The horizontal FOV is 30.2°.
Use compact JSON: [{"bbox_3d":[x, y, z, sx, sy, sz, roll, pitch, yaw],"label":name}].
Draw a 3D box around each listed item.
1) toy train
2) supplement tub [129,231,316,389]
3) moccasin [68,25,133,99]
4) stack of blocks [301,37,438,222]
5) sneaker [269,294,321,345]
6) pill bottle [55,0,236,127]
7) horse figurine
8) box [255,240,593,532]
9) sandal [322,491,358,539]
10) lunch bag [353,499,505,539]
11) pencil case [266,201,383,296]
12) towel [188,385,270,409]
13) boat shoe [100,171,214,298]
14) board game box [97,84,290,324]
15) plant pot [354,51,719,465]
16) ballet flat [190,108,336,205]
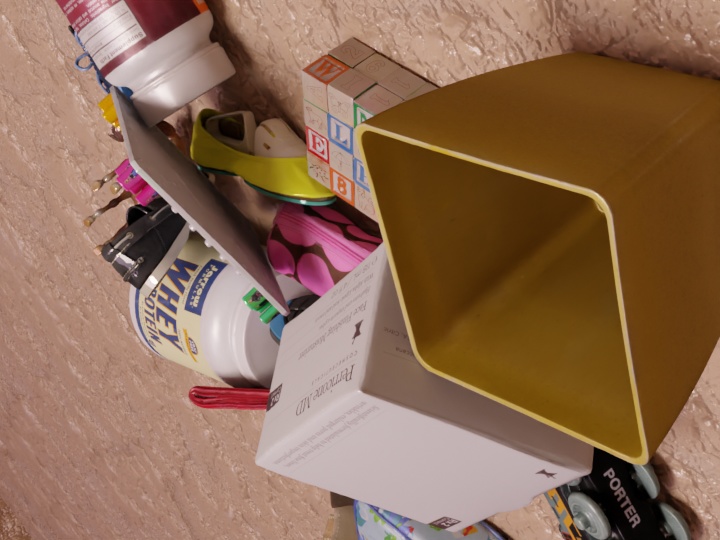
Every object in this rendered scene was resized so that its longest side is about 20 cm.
[{"bbox_3d":[0.196,0.185,1.129,0.201,0.085,0.114,59,160,-11],"label":"toy train"},{"bbox_3d":[-0.129,0.041,1.365,0.199,0.145,0.146,15,134,47],"label":"supplement tub"},{"bbox_3d":[-0.247,-0.245,1.303,0.068,0.080,0.201,-4,107,41],"label":"moccasin"},{"bbox_3d":[0.044,-0.086,1.065,0.200,0.058,0.116,35,146,29],"label":"stack of blocks"},{"bbox_3d":[0.008,0.084,1.248,0.199,0.073,0.082,17,150,17],"label":"sneaker"},{"bbox_3d":[-0.204,-0.238,1.199,0.201,0.114,0.114,58,150,-10],"label":"pill bottle"},{"bbox_3d":[-0.224,-0.097,1.371,0.050,0.132,0.200,41,147,8],"label":"horse figurine"},{"bbox_3d":[0.052,0.098,1.048,0.199,0.131,0.199,22,149,-19],"label":"box"},{"bbox_3d":[-0.005,0.298,1.567,0.077,0.070,0.213,5,118,5],"label":"sandal"},{"bbox_3d":[0.084,0.313,1.427,0.200,0.082,0.161,35,149,30],"label":"lunch bag"},{"bbox_3d":[0.000,0.000,1.198,0.199,0.091,0.094,29,179,33],"label":"pencil case"},{"bbox_3d":[-0.057,0.135,1.319,0.144,0.200,0.023,0,81,33],"label":"towel"},{"bbox_3d":[-0.195,-0.053,1.323,0.067,0.200,0.072,31,123,-6],"label":"boat shoe"},{"bbox_3d":[-0.153,-0.060,1.198,0.200,0.026,0.200,47,-173,-30],"label":"board game box"},{"bbox_3d":[0.143,-0.034,0.860,0.199,0.176,0.201,21,139,42],"label":"plant pot"},{"bbox_3d":[-0.094,-0.112,1.240,0.199,0.067,0.068,21,117,46],"label":"ballet flat"}]
